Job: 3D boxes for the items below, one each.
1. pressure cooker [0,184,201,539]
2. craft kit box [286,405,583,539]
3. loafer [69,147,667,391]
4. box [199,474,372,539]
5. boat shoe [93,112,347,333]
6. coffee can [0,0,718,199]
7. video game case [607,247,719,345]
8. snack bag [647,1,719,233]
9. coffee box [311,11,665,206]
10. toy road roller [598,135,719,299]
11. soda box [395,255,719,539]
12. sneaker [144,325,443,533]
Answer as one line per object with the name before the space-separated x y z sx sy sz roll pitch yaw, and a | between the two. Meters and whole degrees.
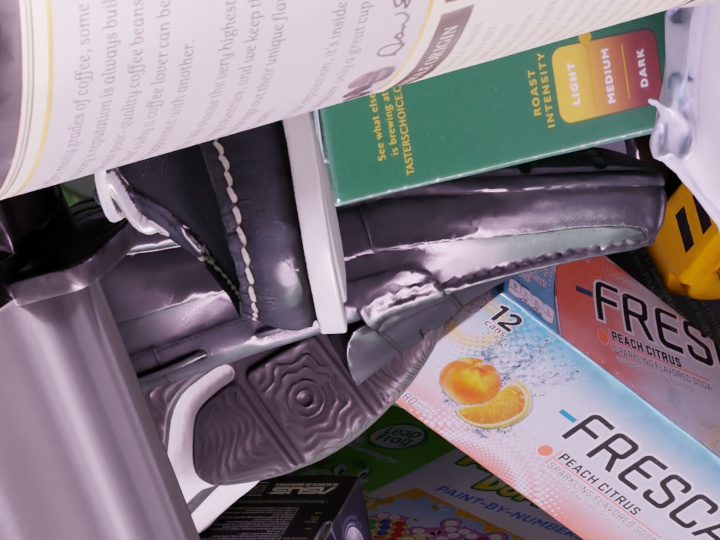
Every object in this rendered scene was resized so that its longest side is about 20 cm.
pressure cooker | -0.149 0.047 0.762 0.176 0.200 0.179 -25 -164 -21
craft kit box | 0.007 0.125 1.121 0.197 0.049 0.200 -18 -157 -40
loafer | 0.000 0.000 0.866 0.200 0.071 0.068 -9 -169 -5
box | -0.111 0.133 1.016 0.200 0.044 0.160 -3 -155 18
boat shoe | -0.047 -0.038 0.691 0.060 0.200 0.076 -11 115 -8
coffee can | -0.024 -0.104 0.581 0.200 0.147 0.146 -17 159 -24
video game case | 0.156 -0.006 1.090 0.200 0.143 0.019 -27 134 4
snack bag | 0.118 -0.098 0.745 0.021 0.189 0.200 6 170 19
coffee box | 0.041 -0.062 0.850 0.200 0.044 0.123 -14 -167 -28
toy road roller | 0.173 -0.049 0.977 0.123 0.146 0.200 -16 159 -27
soda box | 0.100 0.058 0.990 0.200 0.064 0.068 37 125 -24
sneaker | -0.049 0.044 0.964 0.200 0.076 0.115 -37 180 13
